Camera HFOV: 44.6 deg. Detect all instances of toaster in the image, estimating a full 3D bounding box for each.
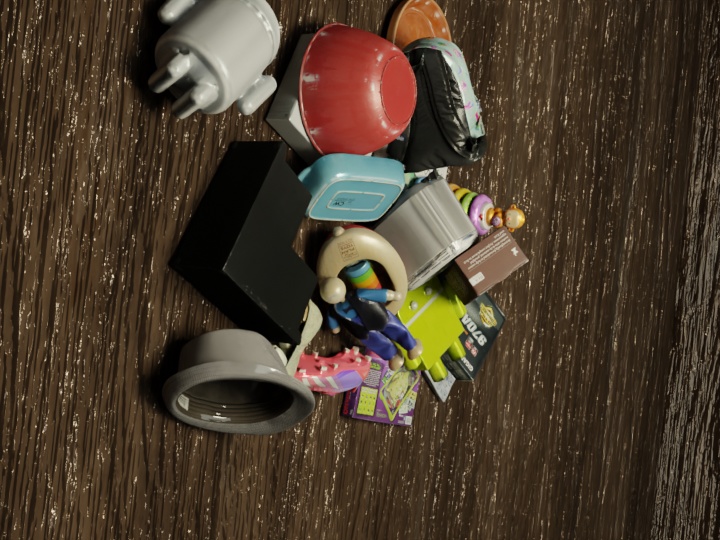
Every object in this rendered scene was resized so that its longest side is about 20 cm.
[{"bbox_3d":[0.102,-0.060,1.420,0.130,0.200,0.113,54,39,6],"label":"toaster"}]

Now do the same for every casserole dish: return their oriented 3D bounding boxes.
[{"bbox_3d":[-0.013,-0.117,1.313,0.198,0.121,0.039,1,51,-41],"label":"casserole dish"}]

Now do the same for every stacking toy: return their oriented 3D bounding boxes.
[{"bbox_3d":[0.186,-0.094,1.487,0.109,0.198,0.118,-6,103,-53],"label":"stacking toy"}]

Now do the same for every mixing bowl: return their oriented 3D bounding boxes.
[{"bbox_3d":[0.013,-0.257,1.270,0.199,0.107,0.203,-11,104,-56],"label":"mixing bowl"}]

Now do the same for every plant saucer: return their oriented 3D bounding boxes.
[{"bbox_3d":[0.099,-0.372,1.527,0.199,0.032,0.203,-14,107,-54],"label":"plant saucer"}]

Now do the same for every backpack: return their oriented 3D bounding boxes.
[{"bbox_3d":[0.114,-0.271,1.420,0.127,0.165,0.202,-61,139,-61],"label":"backpack"}]

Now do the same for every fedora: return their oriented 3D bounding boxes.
[{"bbox_3d":[-0.161,0.138,1.143,0.198,0.177,0.091,14,51,-29],"label":"fedora"}]

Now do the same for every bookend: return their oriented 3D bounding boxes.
[{"bbox_3d":[-0.129,-0.037,1.199,0.199,0.091,0.202,50,54,-48],"label":"bookend"}]

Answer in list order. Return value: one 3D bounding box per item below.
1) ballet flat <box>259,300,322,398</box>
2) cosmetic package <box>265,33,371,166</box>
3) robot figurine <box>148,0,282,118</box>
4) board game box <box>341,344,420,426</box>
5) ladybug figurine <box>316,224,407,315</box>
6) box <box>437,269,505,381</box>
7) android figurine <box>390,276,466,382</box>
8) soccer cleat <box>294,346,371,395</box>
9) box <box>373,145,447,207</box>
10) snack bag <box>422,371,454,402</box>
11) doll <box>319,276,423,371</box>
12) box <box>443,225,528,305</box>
[{"bbox_3d":[-0.117,0.114,1.264,0.201,0.067,0.063,-63,142,-42],"label":"ballet flat"},{"bbox_3d":[-0.046,-0.232,1.323,0.200,0.051,0.152,44,61,-49],"label":"cosmetic package"},{"bbox_3d":[-0.174,-0.273,1.081,0.170,0.112,0.201,52,52,-22],"label":"robot figurine"},{"bbox_3d":[0.041,0.204,1.532,0.199,0.032,0.122,23,80,-55],"label":"board game box"},{"bbox_3d":[0.000,0.000,1.375,0.072,0.134,0.201,-105,173,-49],"label":"ladybug figurine"},{"bbox_3d":[0.176,0.081,1.641,0.201,0.046,0.160,51,55,-24],"label":"box"},{"bbox_3d":[0.116,0.087,1.532,0.182,0.041,0.202,-40,111,-37],"label":"android figurine"},{"bbox_3d":[-0.058,0.165,1.358,0.199,0.066,0.077,-3,118,-51],"label":"soccer cleat"},{"bbox_3d":[0.087,-0.175,1.535,0.199,0.036,0.146,18,80,-53],"label":"box"},{"bbox_3d":[0.165,0.122,1.701,0.201,0.021,0.189,-60,138,-30],"label":"snack bag"},{"bbox_3d":[0.013,0.073,1.357,0.200,0.136,0.049,41,32,-28],"label":"doll"},{"bbox_3d":[0.202,-0.004,1.454,0.100,0.200,0.075,-34,86,-4],"label":"box"}]
